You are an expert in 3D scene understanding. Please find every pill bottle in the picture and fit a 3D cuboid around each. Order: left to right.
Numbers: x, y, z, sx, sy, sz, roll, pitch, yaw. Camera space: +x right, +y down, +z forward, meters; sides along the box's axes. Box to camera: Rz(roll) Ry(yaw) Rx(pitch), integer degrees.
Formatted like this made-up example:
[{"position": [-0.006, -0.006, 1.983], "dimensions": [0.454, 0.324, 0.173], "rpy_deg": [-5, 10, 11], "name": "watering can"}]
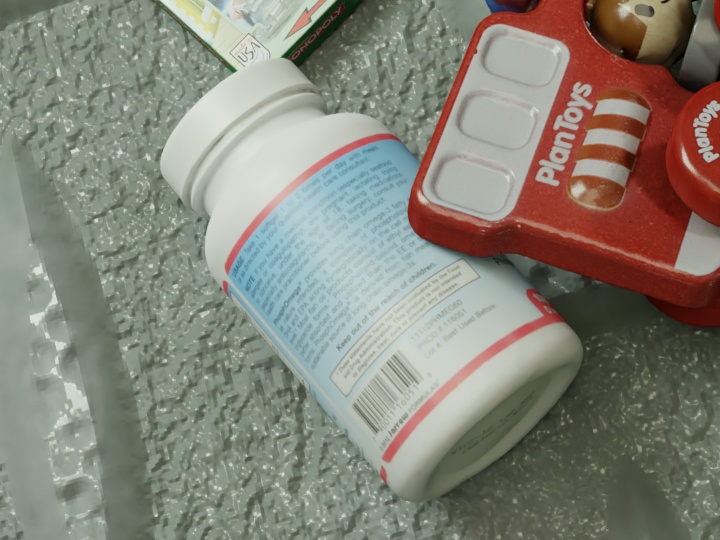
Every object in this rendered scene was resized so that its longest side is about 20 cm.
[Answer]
[{"position": [0.000, 0.000, 0.981], "dimensions": [0.109, 0.109, 0.200], "rpy_deg": [-40, 73, -2], "name": "pill bottle"}]

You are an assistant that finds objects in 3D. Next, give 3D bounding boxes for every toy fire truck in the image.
[{"position": [0.125, -0.080, 0.956], "dimensions": [0.168, 0.112, 0.200], "rpy_deg": [18, 62, 6], "name": "toy fire truck"}]

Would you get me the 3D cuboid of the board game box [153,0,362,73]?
[{"position": [-0.028, -0.201, 1.081], "dimensions": [0.135, 0.029, 0.200], "rpy_deg": [42, 86, 16], "name": "board game box"}]
